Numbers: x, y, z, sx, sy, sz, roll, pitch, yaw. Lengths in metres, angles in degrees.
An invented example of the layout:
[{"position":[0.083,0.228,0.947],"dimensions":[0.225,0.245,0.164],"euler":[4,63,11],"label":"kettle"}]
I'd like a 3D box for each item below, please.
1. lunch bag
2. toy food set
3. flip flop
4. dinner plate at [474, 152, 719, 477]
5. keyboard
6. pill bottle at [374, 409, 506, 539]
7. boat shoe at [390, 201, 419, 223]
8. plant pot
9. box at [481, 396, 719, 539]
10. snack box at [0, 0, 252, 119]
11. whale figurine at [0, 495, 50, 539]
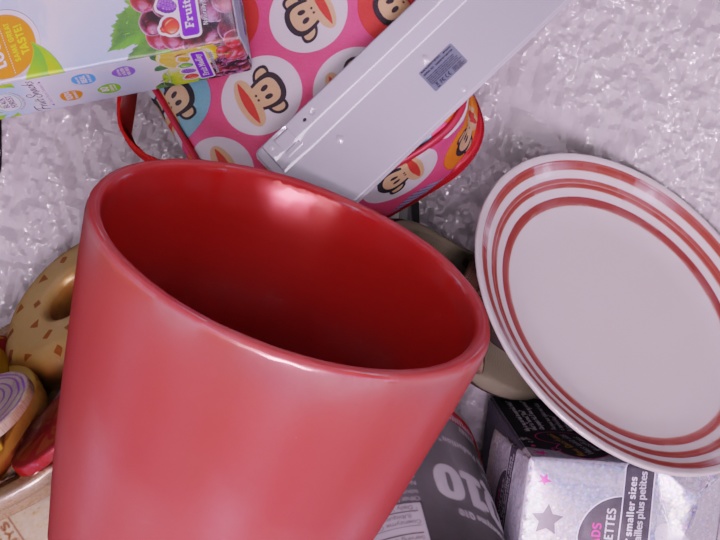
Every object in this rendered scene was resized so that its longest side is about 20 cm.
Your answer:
[{"position":[-0.047,-0.108,1.147],"dimensions":[0.175,0.082,0.201],"euler":[-30,73,5],"label":"lunch bag"},{"position":[-0.187,0.066,1.154],"dimensions":[0.199,0.198,0.049],"euler":[-28,116,5],"label":"toy food set"},{"position":[0.058,0.028,1.156],"dimensions":[0.199,0.057,0.082],"euler":[24,80,-47],"label":"flip flop"},{"position":[0.142,0.025,1.162],"dimensions":[0.200,0.201,0.024],"euler":[38,136,-6],"label":"dinner plate"},{"position":[0.037,-0.107,1.086],"dimensions":[0.200,0.011,0.056],"euler":[-43,82,1],"label":"keyboard"},{"position":[0.025,0.165,1.112],"dimensions":[0.113,0.201,0.114],"euler":[-6,129,-8],"label":"pill bottle"},{"position":[0.000,-0.001,1.204],"dimensions":[0.064,0.074,0.204],"euler":[-1,96,7],"label":"boat shoe"},{"position":[-0.058,0.070,1.017],"dimensions":[0.199,0.201,0.178],"euler":[18,114,-2],"label":"plant pot"},{"position":[0.121,0.186,1.198],"dimensions":[0.114,0.132,0.202],"euler":[4,101,-7],"label":"box"},{"position":[-0.141,-0.191,1.117],"dimensions":[0.141,0.053,0.201],"euler":[-11,74,4],"label":"snack box"},{"position":[-0.183,0.171,1.171],"dimensions":[0.200,0.104,0.159],"euler":[-42,62,-1],"label":"whale figurine"}]
